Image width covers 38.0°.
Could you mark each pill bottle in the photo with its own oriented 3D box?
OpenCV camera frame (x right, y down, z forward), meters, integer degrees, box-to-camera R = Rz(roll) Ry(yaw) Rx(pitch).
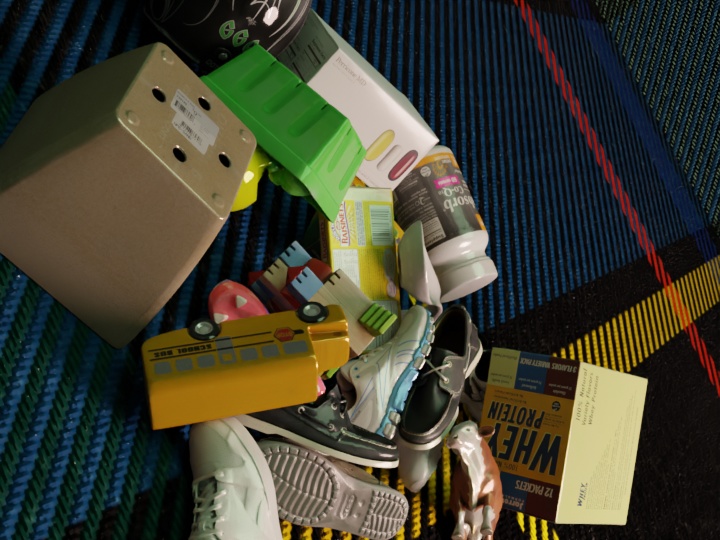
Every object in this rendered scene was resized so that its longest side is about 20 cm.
[{"bbox_3d":[0.115,-0.066,1.497,0.116,0.116,0.203,-4,67,-56],"label":"pill bottle"}]

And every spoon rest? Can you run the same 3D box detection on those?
[{"bbox_3d":[0.076,0.016,1.313,0.201,0.059,0.101,91,-6,-59],"label":"spoon rest"}]

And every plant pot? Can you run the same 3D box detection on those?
[{"bbox_3d":[-0.213,-0.088,0.980,0.200,0.176,0.202,44,35,-24],"label":"plant pot"}]

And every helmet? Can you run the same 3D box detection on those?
[{"bbox_3d":[-0.148,-0.343,1.256,0.199,0.191,0.200,38,12,-9],"label":"helmet"}]

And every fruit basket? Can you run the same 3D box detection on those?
[{"bbox_3d":[-0.122,-0.128,1.189,0.156,0.212,0.219,52,19,-67],"label":"fruit basket"}]

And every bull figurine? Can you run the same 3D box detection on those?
[{"bbox_3d":[0.132,0.268,1.225,0.201,0.064,0.123,74,20,-49],"label":"bull figurine"}]

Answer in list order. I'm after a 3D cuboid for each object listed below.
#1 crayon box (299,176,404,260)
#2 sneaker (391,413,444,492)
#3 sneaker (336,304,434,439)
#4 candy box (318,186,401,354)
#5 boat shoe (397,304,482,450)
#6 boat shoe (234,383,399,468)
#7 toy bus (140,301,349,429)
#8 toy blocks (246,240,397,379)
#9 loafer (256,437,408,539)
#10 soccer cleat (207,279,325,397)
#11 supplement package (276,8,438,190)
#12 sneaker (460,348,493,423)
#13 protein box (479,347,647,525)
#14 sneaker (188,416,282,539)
[{"bbox_3d":[-0.005,-0.040,1.363,0.126,0.051,0.201,48,32,-19],"label":"crayon box"},{"bbox_3d":[0.056,0.174,1.270,0.080,0.077,0.202,24,42,-19],"label":"sneaker"},{"bbox_3d":[0.021,0.115,1.211,0.086,0.075,0.202,29,60,-6],"label":"sneaker"},{"bbox_3d":[0.000,0.000,1.264,0.101,0.026,0.204,0,84,-33],"label":"candy box"},{"bbox_3d":[0.088,0.123,1.225,0.201,0.071,0.068,-59,148,-43],"label":"boat shoe"},{"bbox_3d":[-0.045,0.143,1.059,0.196,0.067,0.075,20,0,-4],"label":"boat shoe"},{"bbox_3d":[-0.105,0.088,0.986,0.196,0.066,0.079,-8,40,-15],"label":"toy bus"},{"bbox_3d":[-0.053,0.033,1.122,0.137,0.200,0.100,46,71,-4],"label":"toy blocks"},{"bbox_3d":[-0.043,0.225,1.084,0.198,0.076,0.069,31,-3,-29],"label":"loafer"},{"bbox_3d":[-0.094,0.094,1.115,0.201,0.066,0.077,55,3,-19],"label":"soccer cleat"},{"bbox_3d":[-0.016,-0.222,1.394,0.199,0.111,0.156,36,15,-33],"label":"supplement package"},{"bbox_3d":[0.179,0.157,1.432,0.199,0.087,0.077,30,40,-42],"label":"sneaker"},{"bbox_3d":[0.263,0.220,1.381,0.199,0.133,0.202,16,82,-49],"label":"protein box"},{"bbox_3d":[-0.130,0.227,0.937,0.115,0.073,0.203,-1,67,-59],"label":"sneaker"}]
